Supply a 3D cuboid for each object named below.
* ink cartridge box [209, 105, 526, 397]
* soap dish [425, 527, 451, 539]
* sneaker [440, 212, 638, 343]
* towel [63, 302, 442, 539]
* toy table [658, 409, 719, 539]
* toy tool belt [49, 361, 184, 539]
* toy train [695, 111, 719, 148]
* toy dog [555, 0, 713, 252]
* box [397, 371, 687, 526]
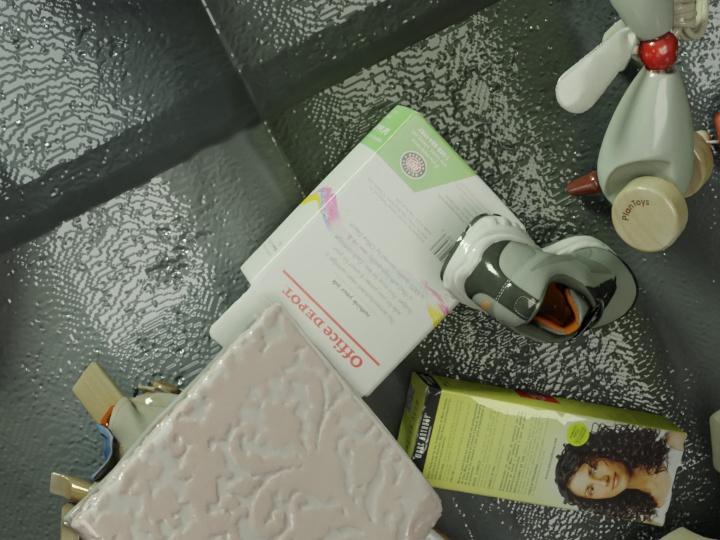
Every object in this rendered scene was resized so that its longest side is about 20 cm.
[{"bbox_3d":[0.000,0.000,0.972,0.200,0.067,0.117,-45,105,0],"label":"ink cartridge box"},{"bbox_3d":[-0.002,0.237,0.984,0.199,0.081,0.158,38,60,-13],"label":"soap dish"},{"bbox_3d":[0.133,0.019,0.956,0.199,0.079,0.074,8,119,-52],"label":"sneaker"},{"bbox_3d":[-0.059,0.154,0.898,0.191,0.032,0.200,51,60,-14],"label":"towel"},{"bbox_3d":[0.300,0.196,1.013,0.198,0.117,0.186,-14,117,-26],"label":"toy table"},{"bbox_3d":[-0.154,0.171,0.968,0.122,0.125,0.202,14,98,17],"label":"toy tool belt"},{"bbox_3d":[0.293,-0.160,0.974,0.149,0.056,0.202,-6,99,16],"label":"toy train"},{"bbox_3d":[0.176,-0.115,0.969,0.095,0.132,0.202,1,98,30],"label":"toy dog"},{"bbox_3d":[0.128,0.127,1.027,0.198,0.050,0.076,10,99,-10],"label":"box"}]
